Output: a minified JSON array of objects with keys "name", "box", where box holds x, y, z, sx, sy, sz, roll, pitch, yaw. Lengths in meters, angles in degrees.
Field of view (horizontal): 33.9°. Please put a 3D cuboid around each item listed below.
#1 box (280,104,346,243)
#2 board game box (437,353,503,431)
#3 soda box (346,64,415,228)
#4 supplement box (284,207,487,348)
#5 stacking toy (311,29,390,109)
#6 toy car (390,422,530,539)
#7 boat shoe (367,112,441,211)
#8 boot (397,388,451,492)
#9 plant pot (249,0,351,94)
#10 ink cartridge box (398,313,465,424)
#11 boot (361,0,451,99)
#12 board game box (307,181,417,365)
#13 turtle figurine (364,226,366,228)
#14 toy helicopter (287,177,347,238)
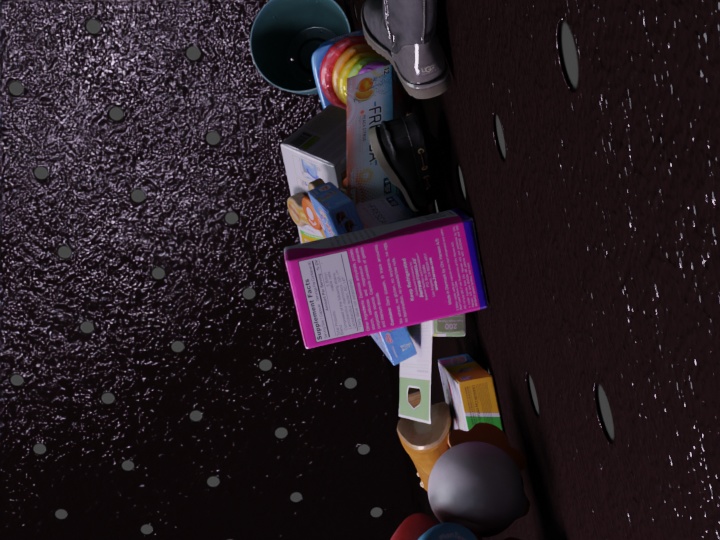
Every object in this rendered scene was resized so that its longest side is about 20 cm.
[{"name":"box","box":[-0.026,-0.115,1.674,0.101,0.112,0.200,26,142,31]},{"name":"board game box","box":[0.137,0.188,1.418,0.200,0.040,0.153,-129,28,-85]},{"name":"soda box","box":[0.025,-0.155,1.474,0.064,0.068,0.200,45,-142,-52]},{"name":"supplement box","box":[0.024,0.006,1.269,0.101,0.200,0.103,-113,12,-80]},{"name":"stacking toy","box":[0.016,-0.256,1.630,0.200,0.116,0.110,-130,23,-61]},{"name":"toy car","box":[0.125,0.245,1.158,0.184,0.177,0.200,114,176,-64]},{"name":"boat shoe","box":[0.066,-0.122,1.361,0.201,0.063,0.074,44,-153,-68]},{"name":"boot","box":[0.096,0.236,1.490,0.201,0.071,0.144,-108,-1,-77]},{"name":"plant pot","box":[-0.103,-0.442,2.350,0.161,0.200,0.201,4,-106,-80]},{"name":"ink cartridge box","box":[0.083,0.077,1.405,0.146,0.048,0.200,164,104,-77]},{"name":"boot","box":[0.036,-0.287,1.136,0.182,0.073,0.200,57,171,42]},{"name":"board game box","box":[0.000,0.000,1.412,0.151,0.037,0.200,-132,17,-73]},{"name":"turtle figurine","box":[0.026,-0.112,1.570,0.200,0.064,0.161,170,111,-83]},{"name":"toy helicopter","box":[-0.046,-0.062,1.576,0.200,0.079,0.132,24,136,62]}]
